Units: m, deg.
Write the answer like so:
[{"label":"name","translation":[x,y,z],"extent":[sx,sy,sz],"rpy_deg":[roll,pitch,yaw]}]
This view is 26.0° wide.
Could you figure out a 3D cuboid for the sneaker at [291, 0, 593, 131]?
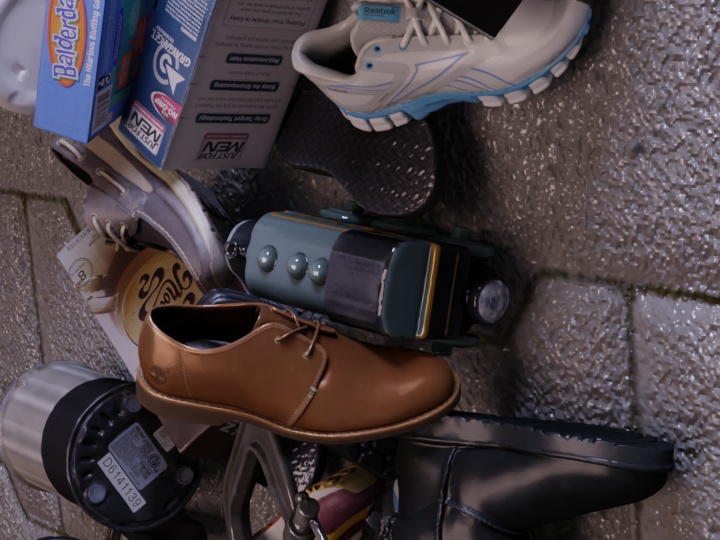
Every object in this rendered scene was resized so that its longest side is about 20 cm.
[{"label":"sneaker","translation":[0.042,-0.137,0.920],"extent":[0.200,0.087,0.075],"rpy_deg":[-17,62,37]}]

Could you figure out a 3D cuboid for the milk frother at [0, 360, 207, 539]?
[{"label":"milk frother","translation":[-0.244,0.184,1.276],"extent":[0.188,0.200,0.181],"rpy_deg":[4,113,60]}]

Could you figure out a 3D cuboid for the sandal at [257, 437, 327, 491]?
[{"label":"sandal","translation":[-0.087,0.095,1.202],"extent":[0.200,0.043,0.076],"rpy_deg":[44,103,34]}]

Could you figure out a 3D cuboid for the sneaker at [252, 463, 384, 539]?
[{"label":"sneaker","translation":[-0.023,0.208,1.143],"extent":[0.090,0.075,0.200],"rpy_deg":[58,144,13]}]

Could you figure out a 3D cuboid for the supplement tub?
[{"label":"supplement tub","translation":[-0.315,-0.218,1.315],"extent":[0.200,0.132,0.132],"rpy_deg":[28,121,42]}]

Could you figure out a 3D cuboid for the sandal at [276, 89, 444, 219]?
[{"label":"sandal","translation":[0.008,-0.081,1.040],"extent":[0.200,0.045,0.075],"rpy_deg":[29,97,58]}]

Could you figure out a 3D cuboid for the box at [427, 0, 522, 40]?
[{"label":"box","translation":[0.000,-0.233,0.855],"extent":[0.086,0.163,0.200],"rpy_deg":[-54,36,15]}]

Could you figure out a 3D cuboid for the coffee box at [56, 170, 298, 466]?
[{"label":"coffee box","translation":[-0.123,0.032,1.159],"extent":[0.113,0.080,0.200],"rpy_deg":[-42,62,9]}]

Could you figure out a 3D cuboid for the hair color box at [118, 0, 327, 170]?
[{"label":"hair color box","translation":[-0.084,-0.168,1.056],"extent":[0.060,0.100,0.201],"rpy_deg":[41,120,35]}]

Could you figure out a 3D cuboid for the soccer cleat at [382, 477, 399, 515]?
[{"label":"soccer cleat","translation":[0.084,0.211,1.012],"extent":[0.086,0.070,0.201],"rpy_deg":[-33,78,39]}]

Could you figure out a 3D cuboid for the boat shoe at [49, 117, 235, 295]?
[{"label":"boat shoe","translation":[-0.157,-0.043,1.107],"extent":[0.200,0.073,0.075],"rpy_deg":[49,172,38]}]

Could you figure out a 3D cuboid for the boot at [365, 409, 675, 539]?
[{"label":"boot","translation":[0.092,0.170,0.939],"extent":[0.198,0.073,0.163],"rpy_deg":[3,88,33]}]

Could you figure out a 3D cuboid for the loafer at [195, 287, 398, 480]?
[{"label":"loafer","translation":[-0.039,0.075,1.043],"extent":[0.068,0.200,0.070],"rpy_deg":[-55,29,-3]}]

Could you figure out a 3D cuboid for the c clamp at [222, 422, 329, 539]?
[{"label":"c clamp","translation":[-0.061,0.184,1.070],"extent":[0.200,0.027,0.171],"rpy_deg":[115,137,-57]}]

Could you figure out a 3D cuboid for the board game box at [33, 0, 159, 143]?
[{"label":"board game box","translation":[-0.157,-0.195,1.087],"extent":[0.045,0.200,0.153],"rpy_deg":[18,119,10]}]

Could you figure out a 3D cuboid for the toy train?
[{"label":"toy train","translation":[0.000,0.000,1.005],"extent":[0.200,0.114,0.086],"rpy_deg":[15,97,46]}]

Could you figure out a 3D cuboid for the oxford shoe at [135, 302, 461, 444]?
[{"label":"oxford shoe","translation":[-0.037,0.056,0.936],"extent":[0.071,0.199,0.071],"rpy_deg":[-88,2,-53]}]
